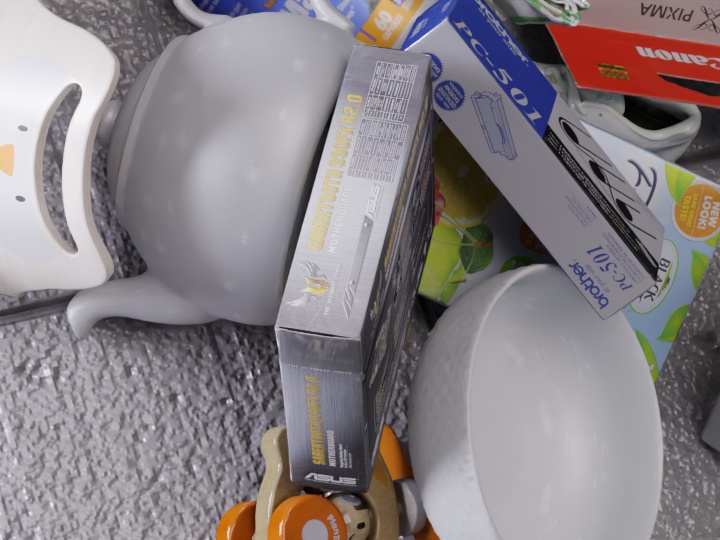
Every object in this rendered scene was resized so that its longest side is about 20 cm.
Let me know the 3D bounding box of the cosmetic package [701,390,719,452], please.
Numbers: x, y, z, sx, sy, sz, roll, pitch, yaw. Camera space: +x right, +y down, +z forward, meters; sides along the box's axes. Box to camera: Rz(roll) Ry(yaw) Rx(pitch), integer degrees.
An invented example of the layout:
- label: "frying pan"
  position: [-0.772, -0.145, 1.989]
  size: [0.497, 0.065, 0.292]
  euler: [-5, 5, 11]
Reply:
- label: "cosmetic package"
  position: [0.340, 0.052, 1.501]
  size: [0.165, 0.200, 0.165]
  euler: [37, 60, 17]

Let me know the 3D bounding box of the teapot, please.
- label: "teapot"
  position: [-0.084, -0.074, 1.427]
  size: [0.145, 0.198, 0.200]
  euler: [19, 46, 10]

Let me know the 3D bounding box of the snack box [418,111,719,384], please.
- label: "snack box"
  position: [0.119, -0.026, 1.520]
  size: [0.199, 0.053, 0.143]
  euler: [24, 93, -12]

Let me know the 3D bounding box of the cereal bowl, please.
- label: "cereal bowl"
  position: [0.093, 0.101, 1.438]
  size: [0.199, 0.083, 0.202]
  euler: [16, 69, -48]

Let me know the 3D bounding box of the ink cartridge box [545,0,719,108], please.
- label: "ink cartridge box"
  position: [0.211, -0.170, 1.593]
  size: [0.199, 0.044, 0.174]
  euler: [6, 32, -19]

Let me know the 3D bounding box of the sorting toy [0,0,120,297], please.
- label: "sorting toy"
  position: [-0.196, -0.069, 1.321]
  size: [0.106, 0.179, 0.202]
  euler: [-11, 109, -48]

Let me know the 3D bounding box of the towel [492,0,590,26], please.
- label: "towel"
  position: [0.041, -0.212, 1.482]
  size: [0.199, 0.153, 0.023]
  euler: [34, 90, -11]

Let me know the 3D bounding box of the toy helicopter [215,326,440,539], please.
- label: "toy helicopter"
  position: [0.001, 0.108, 1.441]
  size: [0.132, 0.079, 0.201]
  euler: [22, 70, -28]

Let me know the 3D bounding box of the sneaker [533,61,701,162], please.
- label: "sneaker"
  position: [0.129, -0.112, 1.571]
  size: [0.199, 0.080, 0.071]
  euler: [9, 70, -16]

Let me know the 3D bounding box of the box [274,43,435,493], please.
- label: "box"
  position: [0.000, 0.000, 1.360]
  size: [0.048, 0.159, 0.201]
  euler: [8, 56, 9]

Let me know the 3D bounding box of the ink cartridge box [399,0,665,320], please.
- label: "ink cartridge box"
  position: [0.103, -0.073, 1.434]
  size: [0.200, 0.044, 0.094]
  euler: [50, 21, -10]

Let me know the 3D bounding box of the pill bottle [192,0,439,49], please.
- label: "pill bottle"
  position: [-0.050, -0.197, 1.513]
  size: [0.199, 0.112, 0.112]
  euler: [35, 63, -6]
